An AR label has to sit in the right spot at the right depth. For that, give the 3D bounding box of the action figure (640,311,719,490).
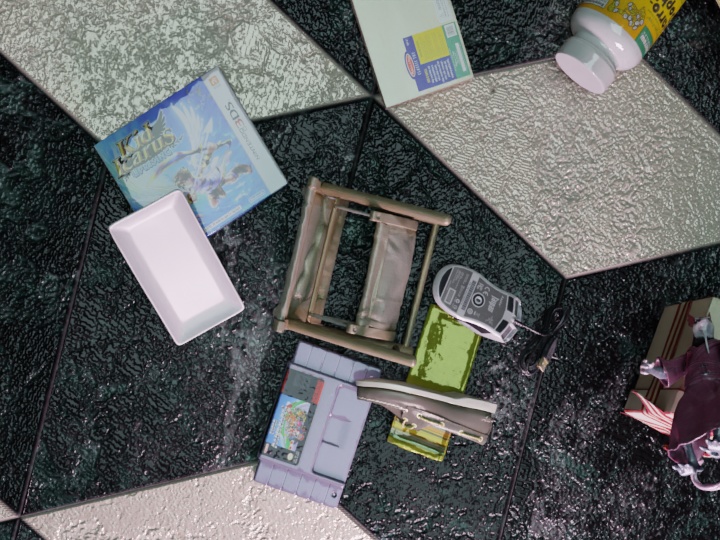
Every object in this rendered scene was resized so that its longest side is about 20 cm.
[{"bbox_3d":[0.425,0.138,1.238,0.149,0.132,0.203,40,47,-32],"label":"action figure"}]

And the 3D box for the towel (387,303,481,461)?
[{"bbox_3d":[0.106,0.155,1.428,0.084,0.018,0.204,18,90,-6],"label":"towel"}]

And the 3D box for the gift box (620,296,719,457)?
[{"bbox_3d":[0.459,0.154,1.381,0.197,0.185,0.190,23,80,1],"label":"gift box"}]

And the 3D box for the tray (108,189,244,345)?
[{"bbox_3d":[-0.240,-0.005,1.357,0.106,0.022,0.202,-27,121,-4],"label":"tray"}]

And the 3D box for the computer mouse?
[{"bbox_3d":[0.183,0.057,1.410,0.198,0.044,0.111,29,75,-8],"label":"computer mouse"}]

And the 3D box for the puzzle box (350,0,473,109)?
[{"bbox_3d":[0.063,-0.336,1.404,0.131,0.025,0.204,-18,93,-4],"label":"puzzle box"}]

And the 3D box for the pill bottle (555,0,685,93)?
[{"bbox_3d":[0.353,-0.344,1.384,0.112,0.113,0.201,38,88,-5],"label":"pill bottle"}]

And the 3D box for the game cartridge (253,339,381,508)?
[{"bbox_3d":[-0.061,0.209,1.410,0.127,0.038,0.204,18,90,-9],"label":"game cartridge"}]

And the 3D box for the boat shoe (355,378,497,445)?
[{"bbox_3d":[0.085,0.187,1.381,0.198,0.072,0.062,13,89,-11],"label":"boat shoe"}]

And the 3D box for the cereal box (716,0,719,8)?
[{"bbox_3d":[0.538,-0.345,1.395,0.143,0.039,0.203,-33,96,-48],"label":"cereal box"}]

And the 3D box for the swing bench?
[{"bbox_3d":[0.000,0.000,1.363,0.196,0.130,0.203,15,91,0],"label":"swing bench"}]

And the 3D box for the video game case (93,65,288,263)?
[{"bbox_3d":[-0.224,-0.141,1.378,0.198,0.045,0.183,-33,93,-3],"label":"video game case"}]
